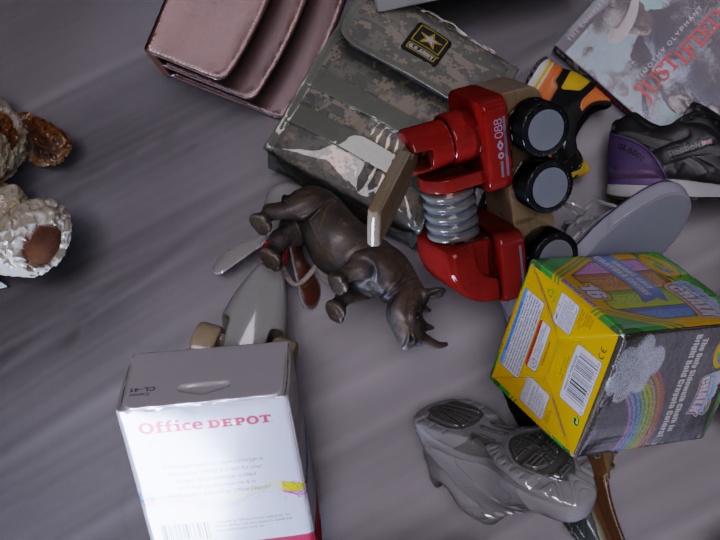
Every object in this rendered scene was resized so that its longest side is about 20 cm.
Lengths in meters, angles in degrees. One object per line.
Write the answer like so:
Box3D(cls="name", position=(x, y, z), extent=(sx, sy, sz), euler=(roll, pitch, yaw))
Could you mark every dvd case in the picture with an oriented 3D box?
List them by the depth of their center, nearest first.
Box3D(cls="dvd case", position=(0.302, -0.196, 1.304), extent=(0.200, 0.022, 0.146), euler=(43, 89, 6))

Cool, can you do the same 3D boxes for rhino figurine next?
Box3D(cls="rhino figurine", position=(0.000, 0.000, 1.215), extent=(0.200, 0.060, 0.087), euler=(39, 51, 7))

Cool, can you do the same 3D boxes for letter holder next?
Box3D(cls="letter holder", position=(-0.091, -0.259, 1.289), extent=(0.142, 0.101, 0.201), euler=(22, 87, 2))

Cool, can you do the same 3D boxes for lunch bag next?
Box3D(cls="lunch bag", position=(0.032, -0.148, 1.268), extent=(0.164, 0.118, 0.201), euler=(30, 82, 3))

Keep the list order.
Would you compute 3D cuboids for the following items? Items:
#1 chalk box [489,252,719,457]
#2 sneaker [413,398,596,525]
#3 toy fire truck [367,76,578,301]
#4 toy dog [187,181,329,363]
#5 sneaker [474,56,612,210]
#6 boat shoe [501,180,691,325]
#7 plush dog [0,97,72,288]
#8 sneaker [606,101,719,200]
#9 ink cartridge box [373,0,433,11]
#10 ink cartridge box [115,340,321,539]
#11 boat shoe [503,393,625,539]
Box3D(cls="chalk box", position=(0.235, 0.066, 1.184), extent=(0.199, 0.124, 0.125), euler=(-2, 121, -36))
Box3D(cls="sneaker", position=(0.131, 0.184, 1.224), extent=(0.078, 0.200, 0.100), euler=(-22, 118, -31))
Box3D(cls="toy fire truck", position=(0.076, -0.050, 1.151), extent=(0.199, 0.129, 0.177), euler=(-16, 114, -20))
Box3D(cls="toy dog", position=(-0.086, 0.029, 1.285), extent=(0.132, 0.096, 0.200), euler=(36, 73, 7))
Box3D(cls="sneaker", position=(0.160, -0.092, 1.279), extent=(0.090, 0.070, 0.201), euler=(25, 86, 6))
Box3D(cls="boat shoe", position=(0.204, -0.023, 1.259), extent=(0.202, 0.074, 0.086), euler=(-46, 41, 21))
Box3D(cls="plush dog", position=(-0.366, -0.088, 1.288), extent=(0.199, 0.160, 0.173), euler=(19, 71, -24))
Box3D(cls="sneaker", position=(0.319, -0.107, 1.246), extent=(0.199, 0.076, 0.088), euler=(1, 97, 16))
Box3D(cls="ink cartridge box", position=(0.092, -0.328, 1.260), extent=(0.199, 0.083, 0.146), euler=(-12, 52, -1))
Box3D(cls="ink cartridge box", position=(-0.118, 0.169, 1.218), extent=(0.147, 0.086, 0.201), euler=(-5, 121, 3))
Box3D(cls="boat shoe", position=(0.198, 0.161, 1.257), extent=(0.074, 0.076, 0.201), euler=(-23, 86, -13))
